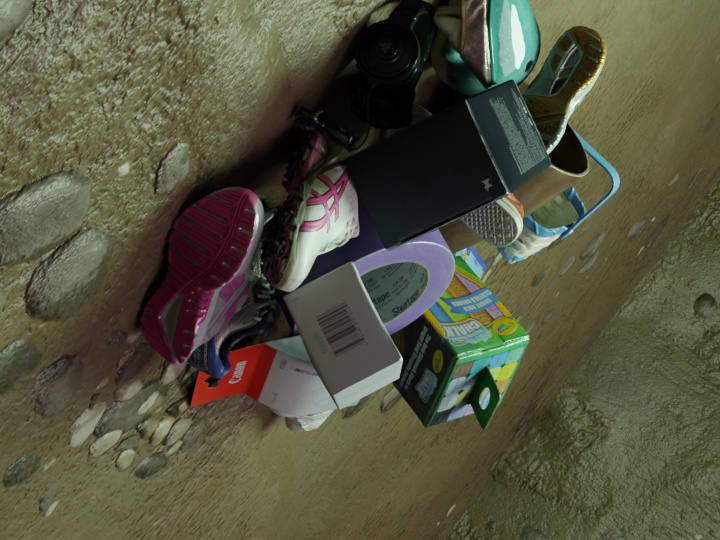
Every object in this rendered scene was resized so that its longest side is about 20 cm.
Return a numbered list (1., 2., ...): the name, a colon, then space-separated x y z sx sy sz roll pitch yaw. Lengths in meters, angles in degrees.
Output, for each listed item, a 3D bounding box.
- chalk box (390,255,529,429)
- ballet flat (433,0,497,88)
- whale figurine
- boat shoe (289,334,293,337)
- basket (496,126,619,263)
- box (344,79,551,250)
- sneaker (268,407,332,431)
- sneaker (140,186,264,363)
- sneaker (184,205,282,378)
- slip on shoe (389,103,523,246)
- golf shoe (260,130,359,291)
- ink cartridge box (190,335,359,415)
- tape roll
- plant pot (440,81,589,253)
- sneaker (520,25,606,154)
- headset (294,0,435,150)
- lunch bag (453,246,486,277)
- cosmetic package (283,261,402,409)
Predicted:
1. chalk box: 0.113 0.099 1.760 0.123 0.200 0.125 -12 140 -36
2. ballet flat: 0.108 -0.281 1.488 0.068 0.067 0.201 -75 164 -56
3. whale figurine: 0.149 -0.274 1.586 0.159 0.104 0.201 -41 156 -30
4. boat shoe: -0.033 0.091 1.842 0.200 0.074 0.067 -41 152 -33
5. basket: 0.238 -0.117 1.966 0.139 0.177 0.200 -21 154 -52
6. box: 0.095 -0.112 1.503 0.147 0.105 0.200 -24 -177 22
7. sneaker: -0.072 0.177 1.902 0.100 0.078 0.200 -55 161 17
8. sneaker: -0.144 -0.005 1.418 0.088 0.081 0.201 -32 158 -55
9. sneaker: -0.115 0.026 1.515 0.201 0.085 0.077 -55 161 2
10. slip on shoe: 0.111 -0.112 1.660 0.074 0.200 0.061 -43 -175 31
11. golf shoe: -0.038 -0.052 1.425 0.073 0.092 0.201 -45 -159 44
12. ink cartridge box: -0.085 0.124 1.634 0.198 0.048 0.160 -12 158 -18
13. tape roll: 0.000 0.000 1.628 0.199 0.085 0.201 -21 150 -13
14. plant pot: 0.143 -0.119 1.776 0.200 0.187 0.187 -46 166 27
15. sneaker: 0.208 -0.177 1.629 0.200 0.076 0.088 -49 170 -2
16. headset: 0.013 -0.199 1.483 0.124 0.093 0.201 95 21 -51
17. lunch bag: 0.086 0.006 1.929 0.151 0.093 0.200 -65 159 -16
18. cosmetic package: -0.016 0.070 1.465 0.081 0.114 0.200 -27 173 -2
